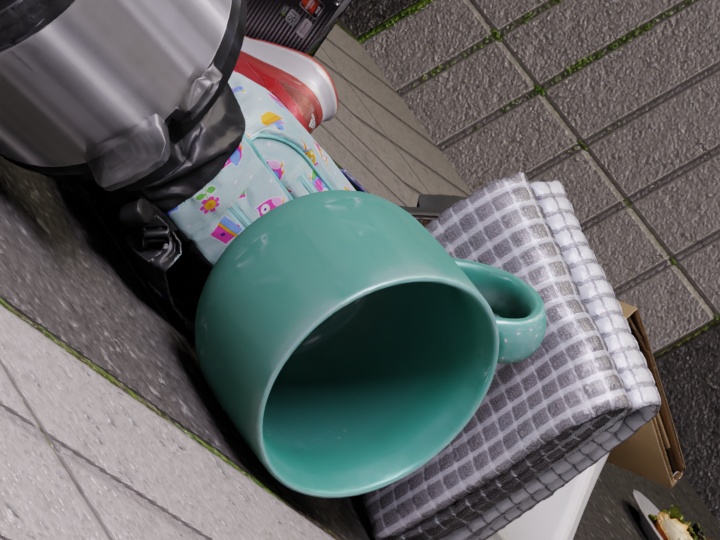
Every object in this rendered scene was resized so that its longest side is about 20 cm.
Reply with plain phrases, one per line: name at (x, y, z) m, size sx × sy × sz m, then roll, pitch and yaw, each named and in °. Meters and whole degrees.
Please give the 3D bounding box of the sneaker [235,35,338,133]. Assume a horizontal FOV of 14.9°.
sneaker at (-0.125, -0.122, 1.936) m, size 0.199 × 0.116 × 0.079 m, roll 15°, pitch -44°, yaw 34°

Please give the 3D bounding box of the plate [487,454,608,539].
plate at (0.092, 0.113, 1.813) m, size 0.200 × 0.032 × 0.201 m, roll 50°, pitch 44°, yaw -24°

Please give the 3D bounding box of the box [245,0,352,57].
box at (-0.097, -0.204, 1.962) m, size 0.160 × 0.044 × 0.200 m, roll 43°, pitch -35°, yaw 1°

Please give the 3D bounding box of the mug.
mug at (-0.005, 0.036, 1.535) m, size 0.185 × 0.152 × 0.114 m, roll 24°, pitch 19°, yaw -45°

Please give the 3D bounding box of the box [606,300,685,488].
box at (0.130, 0.061, 1.934) m, size 0.199 × 0.021 × 0.164 m, roll 21°, pitch -35°, yaw 40°

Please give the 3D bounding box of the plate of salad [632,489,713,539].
plate of salad at (0.354, 0.303, 2.871) m, size 0.200 × 0.048 × 0.200 m, roll 49°, pitch 7°, yaw -8°

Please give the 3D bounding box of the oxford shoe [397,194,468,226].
oxford shoe at (0.000, 0.000, 1.763) m, size 0.073 × 0.199 × 0.085 m, roll 104°, pitch -23°, yaw -49°

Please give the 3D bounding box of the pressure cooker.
pressure cooker at (-0.154, -0.142, 1.415) m, size 0.178 × 0.177 × 0.200 m, roll 15°, pitch -16°, yaw 31°

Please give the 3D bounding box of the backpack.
backpack at (-0.077, -0.040, 1.613) m, size 0.200 × 0.126 × 0.167 m, roll 49°, pitch 3°, yaw -39°

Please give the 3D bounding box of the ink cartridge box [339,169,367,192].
ink cartridge box at (-0.006, -0.009, 2.014) m, size 0.119 × 0.042 × 0.200 m, roll 7°, pitch -29°, yaw 42°

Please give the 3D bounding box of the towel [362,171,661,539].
towel at (0.064, 0.061, 1.644) m, size 0.085 × 0.200 × 0.166 m, roll 3°, pitch 55°, yaw -53°
